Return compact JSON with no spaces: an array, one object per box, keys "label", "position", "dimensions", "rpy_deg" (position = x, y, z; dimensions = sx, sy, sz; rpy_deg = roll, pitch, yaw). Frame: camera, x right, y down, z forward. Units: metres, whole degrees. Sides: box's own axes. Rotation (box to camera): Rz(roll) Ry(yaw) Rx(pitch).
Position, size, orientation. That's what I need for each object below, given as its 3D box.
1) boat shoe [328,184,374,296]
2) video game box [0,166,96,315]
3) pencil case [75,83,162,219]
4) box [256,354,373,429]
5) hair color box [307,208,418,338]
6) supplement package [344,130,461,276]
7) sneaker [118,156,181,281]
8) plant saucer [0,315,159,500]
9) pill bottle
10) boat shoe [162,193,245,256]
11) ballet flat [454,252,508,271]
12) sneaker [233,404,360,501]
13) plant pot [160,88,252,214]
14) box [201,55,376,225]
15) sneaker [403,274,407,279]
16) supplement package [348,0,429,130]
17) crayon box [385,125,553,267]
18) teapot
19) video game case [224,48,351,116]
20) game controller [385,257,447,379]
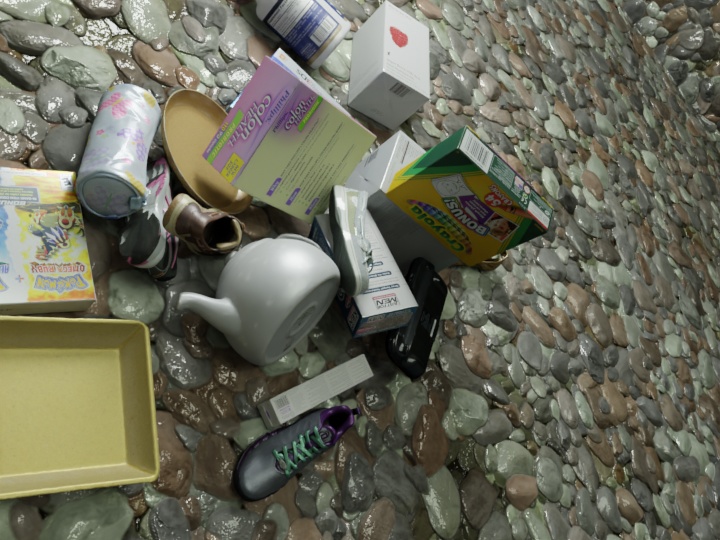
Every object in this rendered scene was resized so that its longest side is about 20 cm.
[{"label":"boat shoe","position":[-0.007,-0.049,1.037],"dimensions":[0.064,0.075,0.203],"rpy_deg":[1,47,-13]},{"label":"video game box","position":[-0.436,-0.037,0.837],"dimensions":[0.199,0.047,0.184],"rpy_deg":[-2,72,-41]},{"label":"pencil case","position":[-0.326,-0.166,0.947],"dimensions":[0.090,0.083,0.201],"rpy_deg":[-1,51,-6]},{"label":"box","position":[-0.064,0.179,1.043],"dimensions":[0.199,0.039,0.042],"rpy_deg":[-21,83,-44]},{"label":"hair color box","position":[0.000,0.000,1.088],"dimensions":[0.099,0.061,0.201],"rpy_deg":[-10,56,-26]},{"label":"supplement package","position":[0.081,-0.105,1.236],"dimensions":[0.199,0.151,0.151],"rpy_deg":[35,51,-21]},{"label":"sneaker","position":[-0.289,-0.066,0.968],"dimensions":[0.087,0.080,0.201],"rpy_deg":[65,15,-51]},{"label":"plant saucer","position":[-0.344,0.158,0.810],"dimensions":[0.199,0.048,0.202],"rpy_deg":[6,64,-39]},{"label":"pill bottle","position":[-0.123,-0.485,1.292],"dimensions":[0.200,0.111,0.111],"rpy_deg":[40,48,-17]},{"label":"boat shoe","position":[-0.198,-0.050,0.962],"dimensions":[0.072,0.200,0.073],"rpy_deg":[25,84,13]},{"label":"ballet flat","position":[0.218,-0.042,1.377],"dimensions":[0.199,0.072,0.068],"rpy_deg":[14,60,-35]},{"label":"sneaker","position":[-0.086,0.240,0.958],"dimensions":[0.200,0.087,0.075],"rpy_deg":[-33,90,-45]},{"label":"plant pot","position":[-0.234,-0.176,1.057],"dimensions":[0.200,0.027,0.201],"rpy_deg":[42,37,-43]},{"label":"box","position":[-0.104,-0.190,1.058],"dimensions":[0.097,0.176,0.200],"rpy_deg":[42,11,34]},{"label":"sneaker","position":[0.045,0.035,1.190],"dimensions":[0.199,0.071,0.113],"rpy_deg":[31,54,-34]},{"label":"supplement package","position":[0.059,-0.414,1.404],"dimensions":[0.121,0.120,0.201],"rpy_deg":[21,55,-30]},{"label":"crayon box","position":[0.168,-0.107,1.085],"dimensions":[0.200,0.172,0.059],"rpy_deg":[38,53,-19]},{"label":"teapot","position":[-0.131,0.024,0.984],"dimensions":[0.146,0.200,0.198],"rpy_deg":[40,85,14]},{"label":"video game case","position":[-0.126,-0.270,1.224],"dimensions":[0.181,0.045,0.201],"rpy_deg":[40,48,-16]},{"label":"game controller","position":[0.096,0.078,1.159],"dimensions":[0.105,0.042,0.201],"rpy_deg":[55,45,-40]}]
